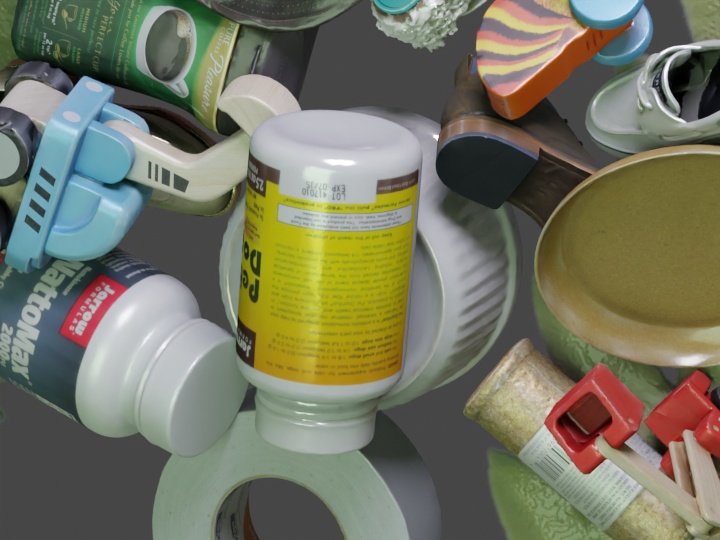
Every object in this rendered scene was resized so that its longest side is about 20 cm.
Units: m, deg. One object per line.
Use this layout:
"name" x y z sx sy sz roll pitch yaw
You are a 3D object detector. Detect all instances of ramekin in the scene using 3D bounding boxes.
"ramekin" 0.000 0.000 1.717 0.199 0.105 0.202 7 109 20

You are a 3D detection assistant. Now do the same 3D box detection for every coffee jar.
"coffee jar" -0.128 -0.160 1.728 0.199 0.085 0.105 22 107 15

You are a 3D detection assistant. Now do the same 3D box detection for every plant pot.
"plant pot" 0.209 -0.013 1.625 0.198 0.028 0.201 2 138 1

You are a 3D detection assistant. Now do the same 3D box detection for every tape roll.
"tape roll" -0.045 0.182 1.816 0.199 0.066 0.202 7 108 21

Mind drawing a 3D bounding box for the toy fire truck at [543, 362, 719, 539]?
"toy fire truck" 0.219 0.131 1.648 0.200 0.141 0.049 46 119 2

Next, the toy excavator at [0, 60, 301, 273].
"toy excavator" -0.154 -0.068 1.687 0.199 0.100 0.195 24 120 0

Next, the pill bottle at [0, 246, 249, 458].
"pill bottle" -0.179 0.045 1.773 0.199 0.119 0.120 26 115 27

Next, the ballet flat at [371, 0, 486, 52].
"ballet flat" 0.084 -0.221 1.628 0.072 0.072 0.200 43 92 4

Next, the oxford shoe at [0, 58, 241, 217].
"oxford shoe" -0.179 -0.082 1.780 0.199 0.074 0.071 22 113 14

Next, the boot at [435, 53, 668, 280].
"boot" 0.136 -0.068 1.664 0.199 0.097 0.075 30 129 -24

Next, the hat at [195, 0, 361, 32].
"hat" -0.045 -0.258 1.668 0.199 0.081 0.202 1 99 6

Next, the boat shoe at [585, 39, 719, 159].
"boat shoe" 0.204 -0.113 1.584 0.199 0.065 0.074 -11 64 48

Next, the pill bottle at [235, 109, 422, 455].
"pill bottle" -0.022 0.009 1.609 0.108 0.109 0.202 11 110 18

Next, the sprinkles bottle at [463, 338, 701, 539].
"sprinkles bottle" 0.163 0.133 1.714 0.200 0.068 0.068 41 117 6

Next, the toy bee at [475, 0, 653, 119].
"toy bee" 0.148 -0.183 1.613 0.109 0.199 0.131 59 158 26
